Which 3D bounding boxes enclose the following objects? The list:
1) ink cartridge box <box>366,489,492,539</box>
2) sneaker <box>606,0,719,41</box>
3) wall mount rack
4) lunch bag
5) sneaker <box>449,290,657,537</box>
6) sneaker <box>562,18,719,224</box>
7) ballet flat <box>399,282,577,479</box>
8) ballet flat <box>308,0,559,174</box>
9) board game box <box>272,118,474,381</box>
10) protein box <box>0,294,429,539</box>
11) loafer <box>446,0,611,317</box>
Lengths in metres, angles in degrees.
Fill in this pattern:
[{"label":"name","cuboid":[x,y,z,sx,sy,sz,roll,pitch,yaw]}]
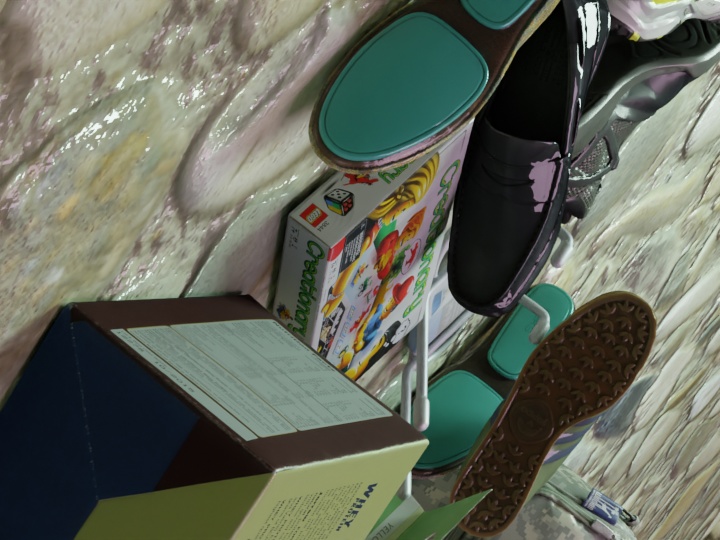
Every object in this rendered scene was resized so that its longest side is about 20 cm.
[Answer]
[{"label":"ink cartridge box","cuboid":[-0.013,0.193,1.517,0.145,0.048,0.200,-42,-178,-29]},{"label":"sneaker","cuboid":[0.208,-0.197,1.383,0.200,0.075,0.077,-31,154,-52]},{"label":"wall mount rack","cuboid":[0.063,0.048,1.486,0.174,0.074,0.200,-45,163,-23]},{"label":"lunch bag","cuboid":[0.105,0.229,1.799,0.201,0.167,0.139,-54,163,6]},{"label":"sneaker","cuboid":[0.132,0.093,1.583,0.201,0.067,0.090,-53,178,8]},{"label":"sneaker","cuboid":[0.151,-0.104,1.425,0.199,0.076,0.115,-37,159,-31]},{"label":"ballet flat","cuboid":[0.091,0.092,1.669,0.200,0.068,0.067,-42,167,-25]},{"label":"ballet flat","cuboid":[0.049,-0.118,1.163,0.200,0.071,0.071,-48,162,-13]},{"label":"board game box","cuboid":[0.000,0.000,1.308,0.126,0.035,0.201,-43,160,-30]},{"label":"protein box","cuboid":[-0.101,0.131,1.145,0.199,0.135,0.200,-57,161,13]},{"label":"loafer","cuboid":[0.089,-0.071,1.295,0.070,0.068,0.202,-5,113,-69]}]
